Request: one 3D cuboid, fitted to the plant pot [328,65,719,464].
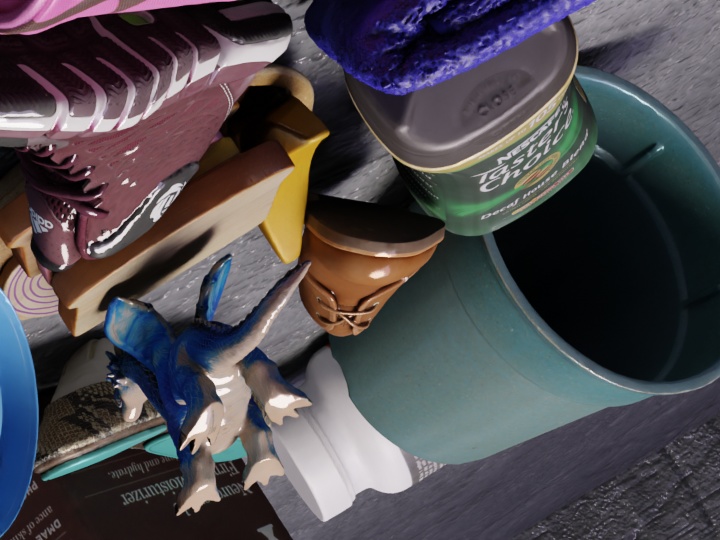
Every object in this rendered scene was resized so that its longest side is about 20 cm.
[{"bbox_3d":[0.093,0.014,1.196,0.200,0.200,0.196,-22,169,-40],"label":"plant pot"}]

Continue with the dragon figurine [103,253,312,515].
[{"bbox_3d":[-0.069,0.032,0.842,0.059,0.099,0.200,-21,153,-19],"label":"dragon figurine"}]

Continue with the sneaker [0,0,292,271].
[{"bbox_3d":[-0.109,-0.041,0.711,0.200,0.076,0.116,-16,141,-51],"label":"sneaker"}]

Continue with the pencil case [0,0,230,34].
[{"bbox_3d":[-0.042,-0.125,0.618,0.200,0.091,0.094,-21,148,-49],"label":"pencil case"}]

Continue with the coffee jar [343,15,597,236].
[{"bbox_3d":[0.055,-0.083,0.968,0.104,0.085,0.200,-35,166,3],"label":"coffee jar"}]

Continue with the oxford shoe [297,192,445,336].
[{"bbox_3d":[0.000,0.000,1.018,0.071,0.071,0.200,11,-179,-2],"label":"oxford shoe"}]

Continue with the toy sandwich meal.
[{"bbox_3d":[-0.088,-0.019,0.891,0.205,0.070,0.205,-32,166,-9],"label":"toy sandwich meal"}]

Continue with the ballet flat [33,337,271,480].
[{"bbox_3d":[-0.122,0.072,1.118,0.068,0.075,0.200,-25,167,28],"label":"ballet flat"}]

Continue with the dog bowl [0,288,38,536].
[{"bbox_3d":[-0.192,0.042,0.761,0.050,0.112,0.200,-5,163,20],"label":"dog bowl"}]

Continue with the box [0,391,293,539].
[{"bbox_3d":[-0.149,0.188,1.185,0.164,0.200,0.166,-42,165,27],"label":"box"}]

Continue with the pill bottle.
[{"bbox_3d":[0.034,0.083,1.416,0.200,0.116,0.116,-31,166,-11],"label":"pill bottle"}]

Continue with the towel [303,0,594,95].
[{"bbox_3d":[0.054,-0.116,0.776,0.148,0.050,0.200,-35,-169,1],"label":"towel"}]
